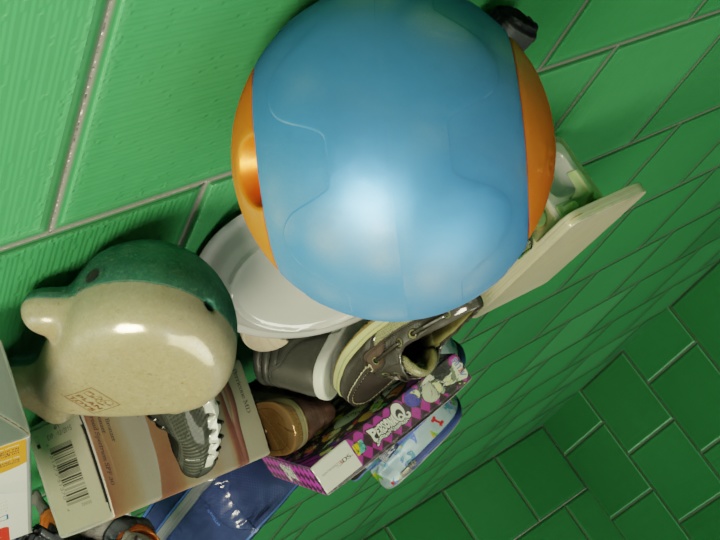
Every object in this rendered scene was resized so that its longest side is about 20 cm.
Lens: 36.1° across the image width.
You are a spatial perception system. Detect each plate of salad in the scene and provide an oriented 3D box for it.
[{"bbox_3d":[-0.044,-0.009,0.928,0.197,0.049,0.201,-11,145,-7],"label":"plate of salad"}]

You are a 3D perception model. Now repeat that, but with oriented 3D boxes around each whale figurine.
[{"bbox_3d":[-0.178,0.047,0.802,0.198,0.105,0.159,-24,136,31],"label":"whale figurine"}]

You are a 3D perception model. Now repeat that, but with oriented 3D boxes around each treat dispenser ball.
[{"bbox_3d":[0.019,-0.071,0.677,0.199,0.202,0.201,-32,163,-11],"label":"treat dispenser ball"}]

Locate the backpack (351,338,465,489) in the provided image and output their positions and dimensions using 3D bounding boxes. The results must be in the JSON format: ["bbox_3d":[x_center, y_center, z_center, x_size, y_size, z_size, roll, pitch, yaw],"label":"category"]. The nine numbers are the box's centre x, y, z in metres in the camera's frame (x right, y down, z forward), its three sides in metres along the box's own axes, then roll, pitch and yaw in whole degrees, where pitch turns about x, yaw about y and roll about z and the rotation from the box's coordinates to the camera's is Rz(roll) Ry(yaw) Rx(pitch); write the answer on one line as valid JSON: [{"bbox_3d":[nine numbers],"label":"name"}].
[{"bbox_3d":[0.038,0.146,1.326,0.200,0.147,0.183,-46,-168,1],"label":"backpack"}]

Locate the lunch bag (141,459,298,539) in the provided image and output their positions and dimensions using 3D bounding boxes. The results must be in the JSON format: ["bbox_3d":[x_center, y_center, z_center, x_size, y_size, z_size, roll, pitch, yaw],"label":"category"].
[{"bbox_3d":[-0.170,0.261,1.278,0.200,0.132,0.136,-51,173,38],"label":"lunch bag"}]

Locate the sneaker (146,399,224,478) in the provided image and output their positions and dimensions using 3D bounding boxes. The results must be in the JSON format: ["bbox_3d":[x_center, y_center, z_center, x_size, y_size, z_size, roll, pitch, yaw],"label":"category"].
[{"bbox_3d":[-0.165,0.094,0.908,0.089,0.067,0.203,-16,127,-23],"label":"sneaker"}]

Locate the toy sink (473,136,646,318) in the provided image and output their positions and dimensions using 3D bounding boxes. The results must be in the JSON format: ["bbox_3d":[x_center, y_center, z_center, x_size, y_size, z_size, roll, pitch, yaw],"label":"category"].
[{"bbox_3d":[0.179,-0.060,1.174,0.129,0.113,0.200,-23,163,-36],"label":"toy sink"}]

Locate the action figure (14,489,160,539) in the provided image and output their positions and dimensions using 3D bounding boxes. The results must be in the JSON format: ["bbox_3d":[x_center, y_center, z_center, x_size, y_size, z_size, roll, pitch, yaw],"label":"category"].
[{"bbox_3d":[-0.259,0.244,1.046,0.200,0.192,0.105,44,68,-34],"label":"action figure"}]

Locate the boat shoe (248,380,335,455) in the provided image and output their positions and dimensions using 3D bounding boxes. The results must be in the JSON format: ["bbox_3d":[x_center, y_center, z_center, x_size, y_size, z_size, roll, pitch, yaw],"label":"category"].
[{"bbox_3d":[-0.096,0.145,1.126,0.071,0.073,0.199,-21,-174,-35],"label":"boat shoe"}]

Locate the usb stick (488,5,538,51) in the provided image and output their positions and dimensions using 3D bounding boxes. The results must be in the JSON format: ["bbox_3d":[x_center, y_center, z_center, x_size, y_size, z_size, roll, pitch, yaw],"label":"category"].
[{"bbox_3d":[0.061,-0.132,0.886,0.200,0.033,0.055,-45,157,26],"label":"usb stick"}]

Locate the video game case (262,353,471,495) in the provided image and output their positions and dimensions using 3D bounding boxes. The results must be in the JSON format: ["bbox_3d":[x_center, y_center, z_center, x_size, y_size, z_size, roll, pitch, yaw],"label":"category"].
[{"bbox_3d":[-0.001,0.148,1.108,0.180,0.036,0.200,-37,-173,-18],"label":"video game case"}]

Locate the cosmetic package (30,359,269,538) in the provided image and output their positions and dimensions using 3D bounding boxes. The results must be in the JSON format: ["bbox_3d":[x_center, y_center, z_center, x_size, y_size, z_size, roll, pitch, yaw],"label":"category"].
[{"bbox_3d":[-0.188,0.157,1.009,0.087,0.105,0.199,-25,174,36],"label":"cosmetic package"}]

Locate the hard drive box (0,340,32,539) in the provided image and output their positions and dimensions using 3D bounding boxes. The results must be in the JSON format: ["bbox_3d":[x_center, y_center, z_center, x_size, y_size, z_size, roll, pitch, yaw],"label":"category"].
[{"bbox_3d":[-0.311,0.143,0.764,0.154,0.078,0.201,-17,156,-24],"label":"hard drive box"}]

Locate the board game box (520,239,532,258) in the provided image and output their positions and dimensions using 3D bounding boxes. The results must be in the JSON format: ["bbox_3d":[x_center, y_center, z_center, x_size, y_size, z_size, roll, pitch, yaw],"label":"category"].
[{"bbox_3d":[0.114,-0.077,1.013,0.023,0.105,0.200,-39,164,2],"label":"board game box"}]

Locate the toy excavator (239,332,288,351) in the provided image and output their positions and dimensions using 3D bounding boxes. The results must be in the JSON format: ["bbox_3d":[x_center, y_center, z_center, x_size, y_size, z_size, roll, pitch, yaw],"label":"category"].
[{"bbox_3d":[0.000,0.000,1.031,0.198,0.101,0.195,11,127,-37],"label":"toy excavator"}]

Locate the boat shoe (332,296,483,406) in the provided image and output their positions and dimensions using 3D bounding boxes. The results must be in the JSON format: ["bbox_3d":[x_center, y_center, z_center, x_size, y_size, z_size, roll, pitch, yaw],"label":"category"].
[{"bbox_3d":[0.039,0.068,0.991,0.072,0.065,0.201,-9,146,-39],"label":"boat shoe"}]

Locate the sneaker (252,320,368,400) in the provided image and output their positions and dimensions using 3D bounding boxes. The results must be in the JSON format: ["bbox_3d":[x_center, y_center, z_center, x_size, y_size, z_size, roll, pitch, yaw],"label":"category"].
[{"bbox_3d":[-0.045,0.051,1.121,0.201,0.098,0.072,-58,147,-51],"label":"sneaker"}]
